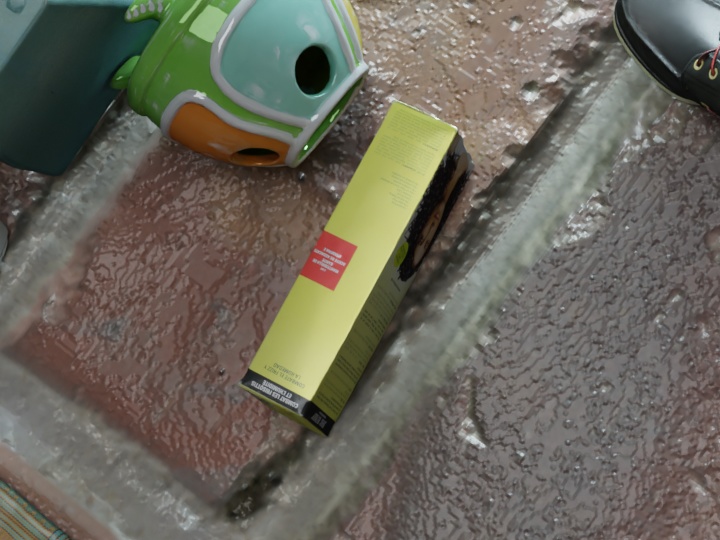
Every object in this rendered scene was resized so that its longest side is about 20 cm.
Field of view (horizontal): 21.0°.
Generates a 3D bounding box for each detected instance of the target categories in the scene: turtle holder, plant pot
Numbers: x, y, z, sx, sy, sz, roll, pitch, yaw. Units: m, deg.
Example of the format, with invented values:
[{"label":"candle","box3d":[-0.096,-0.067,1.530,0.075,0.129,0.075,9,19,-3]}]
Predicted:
[{"label":"turtle holder","box3d":[-0.059,-0.146,1.229,0.132,0.141,0.186,38,46,4]},{"label":"plant pot","box3d":[-0.226,-0.153,1.190,0.141,0.200,0.141,37,96,2]}]

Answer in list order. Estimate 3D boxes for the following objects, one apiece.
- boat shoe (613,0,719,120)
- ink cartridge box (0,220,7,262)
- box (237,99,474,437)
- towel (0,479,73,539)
[{"label":"boat shoe","box3d":[0.237,-0.122,1.183,0.201,0.063,0.074,41,89,20]},{"label":"ink cartridge box","box3d":[-0.308,-0.011,1.190,0.083,0.200,0.146,9,67,17]},{"label":"box","box3d":[0.000,0.000,1.195,0.050,0.075,0.200,27,83,18]},{"label":"towel","box3d":[-0.274,0.189,1.231,0.200,0.022,0.147,36,86,18]}]
